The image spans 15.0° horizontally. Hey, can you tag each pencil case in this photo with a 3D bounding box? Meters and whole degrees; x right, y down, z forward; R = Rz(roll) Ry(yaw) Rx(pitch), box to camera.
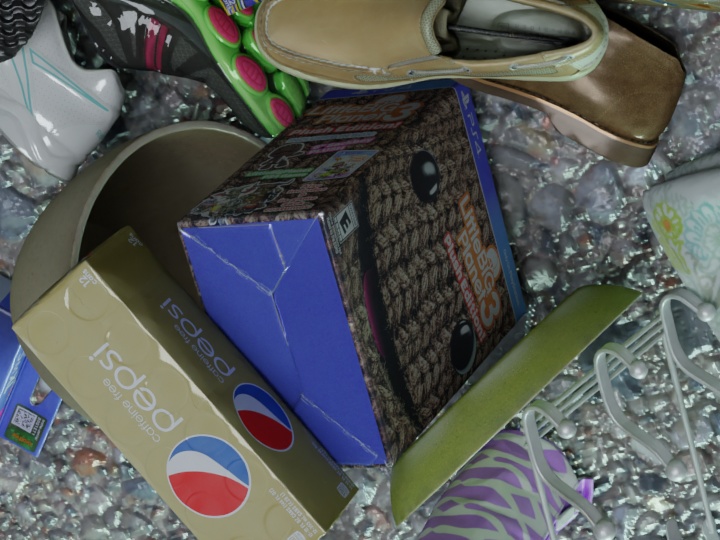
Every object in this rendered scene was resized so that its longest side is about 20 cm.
[{"bbox_3d":[0.074,0.179,1.667,0.085,0.200,0.084,19,129,14],"label":"pencil case"}]

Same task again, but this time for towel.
[{"bbox_3d":[0.270,0.003,1.564,0.200,0.048,0.172,-15,112,50],"label":"towel"}]

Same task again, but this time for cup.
[{"bbox_3d":[-0.133,0.016,1.671,0.143,0.200,0.201,-7,115,50],"label":"cup"}]

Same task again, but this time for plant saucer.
[{"bbox_3d":[0.084,0.072,1.612,0.031,0.200,0.200,46,119,5],"label":"plant saucer"}]

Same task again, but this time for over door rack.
[{"bbox_3d":[0.167,0.130,1.621,0.066,0.148,0.201,23,134,37],"label":"over door rack"}]

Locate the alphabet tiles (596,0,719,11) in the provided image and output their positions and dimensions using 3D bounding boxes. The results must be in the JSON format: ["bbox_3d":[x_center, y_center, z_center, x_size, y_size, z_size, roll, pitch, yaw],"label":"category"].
[{"bbox_3d":[0.108,-0.162,1.494,0.200,0.166,0.006,13,92,52],"label":"alphabet tiles"}]

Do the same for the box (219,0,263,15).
[{"bbox_3d":[-0.088,-0.254,1.575,0.070,0.064,0.200,-16,109,45],"label":"box"}]

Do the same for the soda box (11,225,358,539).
[{"bbox_3d":[-0.096,0.076,1.514,0.068,0.064,0.200,-40,94,26],"label":"soda box"}]

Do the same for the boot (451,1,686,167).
[{"bbox_3d":[0.094,-0.137,1.583,0.199,0.074,0.076,24,118,-6],"label":"boot"}]

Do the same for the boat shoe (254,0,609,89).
[{"bbox_3d":[0.037,-0.138,1.515,0.199,0.076,0.072,-2,93,6],"label":"boat shoe"}]

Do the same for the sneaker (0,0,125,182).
[{"bbox_3d":[-0.225,-0.146,1.679,0.200,0.070,0.080,43,95,6],"label":"sneaker"}]

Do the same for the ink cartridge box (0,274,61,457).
[{"bbox_3d":[-0.286,0.041,1.799,0.199,0.042,0.120,27,119,1],"label":"ink cartridge box"}]

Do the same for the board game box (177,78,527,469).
[{"bbox_3d":[0.000,0.000,1.593,0.097,0.200,0.160,-4,114,30],"label":"board game box"}]

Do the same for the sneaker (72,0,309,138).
[{"bbox_3d":[-0.113,-0.151,1.646,0.200,0.077,0.084,42,136,-2],"label":"sneaker"}]

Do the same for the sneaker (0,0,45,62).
[{"bbox_3d":[-0.218,-0.226,1.621,0.070,0.093,0.201,-2,111,1],"label":"sneaker"}]
